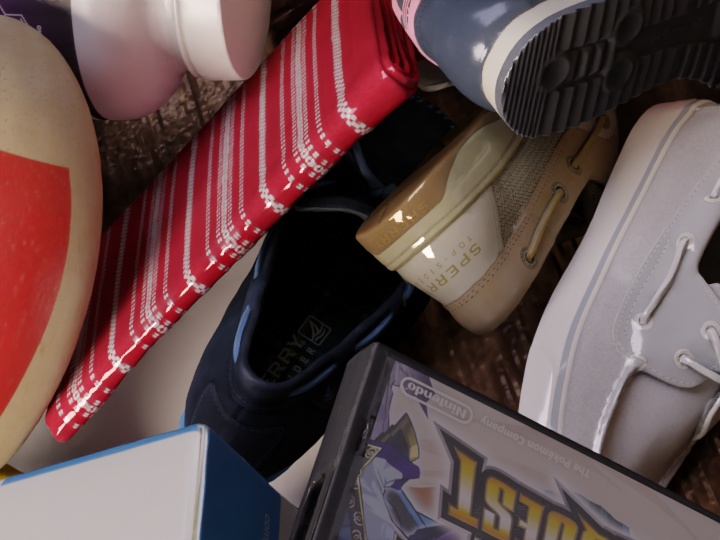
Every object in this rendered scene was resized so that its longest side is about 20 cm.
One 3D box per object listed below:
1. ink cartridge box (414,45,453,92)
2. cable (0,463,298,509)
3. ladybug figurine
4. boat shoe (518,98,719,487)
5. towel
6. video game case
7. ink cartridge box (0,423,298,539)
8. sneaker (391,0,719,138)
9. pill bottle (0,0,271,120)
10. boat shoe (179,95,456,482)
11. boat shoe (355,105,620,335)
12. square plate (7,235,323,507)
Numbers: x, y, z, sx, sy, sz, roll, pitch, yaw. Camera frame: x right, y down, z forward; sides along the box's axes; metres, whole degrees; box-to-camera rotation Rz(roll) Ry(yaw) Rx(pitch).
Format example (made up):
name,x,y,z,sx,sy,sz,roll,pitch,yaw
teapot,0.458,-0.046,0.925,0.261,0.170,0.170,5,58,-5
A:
name,x,y,z,sx,sy,sz,roll,pitch,yaw
ink cartridge box,0.038,-0.177,1.149,0.144,0.200,0.084,-11,47,30
cable,-0.109,0.117,1.082,0.200,0.050,0.097,0,60,39
ladybug figurine,-0.170,-0.002,1.089,0.135,0.072,0.201,17,97,29
boat shoe,0.116,0.022,1.032,0.068,0.072,0.200,-1,47,36
towel,-0.050,-0.031,1.117,0.200,0.022,0.145,-46,17,16
video game case,0.060,0.143,0.882,0.025,0.200,0.181,-37,29,57
ink cartridge box,-0.062,0.149,0.953,0.145,0.200,0.084,-18,49,24
sneaker,0.099,-0.108,1.067,0.082,0.200,0.070,37,124,33
pill bottle,-0.142,-0.118,1.164,0.199,0.113,0.113,1,55,14
boat shoe,0.000,0.000,1.100,0.069,0.084,0.200,119,175,-50
boat shoe,0.065,-0.037,1.086,0.072,0.065,0.200,-42,3,33
square plate,-0.090,0.064,1.171,0.200,0.028,0.198,-22,46,20
